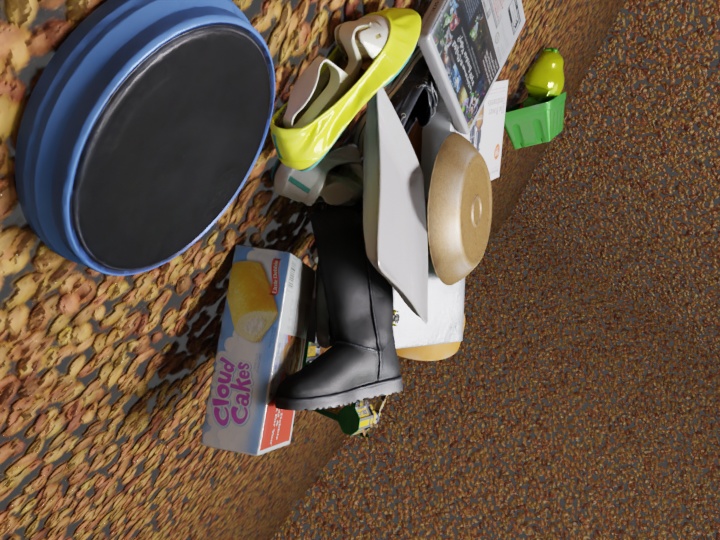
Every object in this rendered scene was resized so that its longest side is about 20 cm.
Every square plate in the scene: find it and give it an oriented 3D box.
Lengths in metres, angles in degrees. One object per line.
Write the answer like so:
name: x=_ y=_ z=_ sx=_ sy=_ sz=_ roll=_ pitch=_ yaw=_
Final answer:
square plate: x=0.039 y=-0.065 z=0.669 sx=0.198 sy=0.027 sz=0.207 roll=47 pitch=40 yaw=-62

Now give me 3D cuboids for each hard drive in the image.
hard drive: x=0.091 y=0.003 z=0.875 sx=0.135 sy=0.033 sz=0.208 roll=-2 pitch=96 yaw=-30

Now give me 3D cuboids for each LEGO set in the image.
LEGO set: x=-0.008 y=0.119 z=0.844 sx=0.114 sy=0.150 sz=0.208 roll=3 pitch=88 yaw=-55

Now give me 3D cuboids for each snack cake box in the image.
snack cake box: x=-0.106 y=0.087 z=0.665 sx=0.115 sy=0.065 sz=0.208 roll=49 pitch=49 yaw=-77

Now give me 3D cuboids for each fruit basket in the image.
fruit basket: x=0.424 y=-0.419 z=1.467 sx=0.213 sy=0.151 sz=0.224 roll=15 pitch=72 yaw=-56

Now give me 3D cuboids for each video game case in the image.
video game case: x=0.142 y=-0.299 z=0.745 sx=0.186 sy=0.023 sz=0.200 roll=-63 pitch=151 yaw=-7

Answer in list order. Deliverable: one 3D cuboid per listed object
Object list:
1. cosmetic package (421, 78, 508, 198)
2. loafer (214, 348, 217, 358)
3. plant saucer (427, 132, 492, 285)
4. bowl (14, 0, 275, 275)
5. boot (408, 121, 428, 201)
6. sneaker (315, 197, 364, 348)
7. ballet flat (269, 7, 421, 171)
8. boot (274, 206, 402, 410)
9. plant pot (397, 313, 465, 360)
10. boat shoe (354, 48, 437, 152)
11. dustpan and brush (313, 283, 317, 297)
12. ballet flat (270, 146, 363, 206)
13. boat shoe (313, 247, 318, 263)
cosmetic package: x=0.157 y=-0.201 z=0.909 sx=0.198 sy=0.050 sz=0.156 roll=-29 pitch=128 yaw=-50
loafer: x=-0.121 y=0.094 z=0.796 sx=0.076 sy=0.069 sz=0.199 roll=-57 pitch=167 yaw=9
plant saucer: x=0.143 y=-0.081 z=0.824 sx=0.198 sy=0.034 sz=0.208 roll=-17 pitch=109 yaw=-60
bowl: x=-0.130 y=-0.085 z=0.408 sx=0.202 sy=0.039 sz=0.202 roll=-52 pitch=166 yaw=-18
boot: x=0.098 y=-0.149 z=0.945 sx=0.148 sy=0.069 sz=0.200 roll=-68 pitch=159 yaw=-1
sneaker: x=0.000 y=0.000 z=0.748 sx=0.077 sy=0.110 sz=0.205 roll=98 pitch=1 yaw=-61
ballet flat: x=-0.014 y=-0.182 z=0.557 sx=0.202 sy=0.066 sz=0.067 roll=-52 pitch=145 yaw=-8
boot: x=-0.029 y=0.035 z=0.651 sx=0.161 sy=0.065 sz=0.208 roll=-3 pitch=87 yaw=-42
plant pot: x=0.102 y=0.024 z=1.072 sx=0.199 sy=0.195 sz=0.189 roll=-31 pitch=137 yaw=-60
boat shoe: x=0.070 y=-0.216 z=0.765 sx=0.202 sy=0.061 sz=0.075 roll=-53 pitch=165 yaw=-19
dustpan and brush: x=-0.005 y=0.009 z=0.946 sx=0.057 sy=0.135 sz=0.207 roll=-59 pitch=162 yaw=-76
ballet flat: x=-0.029 y=-0.098 z=0.680 sx=0.071 sy=0.069 sz=0.199 roll=-59 pitch=167 yaw=20
boat shoe: x=0.019 y=-0.042 z=0.895 sx=0.195 sy=0.074 sz=0.070 roll=-1 pitch=166 yaw=-27
